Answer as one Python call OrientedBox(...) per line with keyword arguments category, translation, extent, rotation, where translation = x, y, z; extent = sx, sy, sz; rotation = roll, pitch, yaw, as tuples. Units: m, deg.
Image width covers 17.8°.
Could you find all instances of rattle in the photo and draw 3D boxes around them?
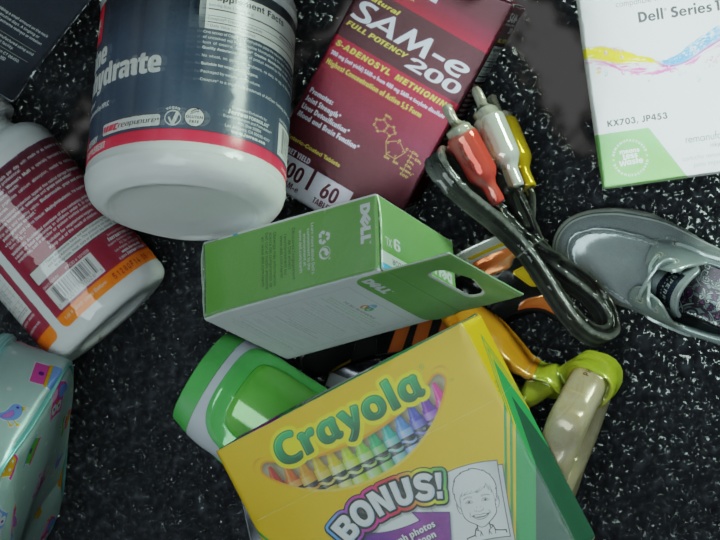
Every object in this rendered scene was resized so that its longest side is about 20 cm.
OrientedBox(category="rattle", translation=(0.102, 0.136, 1.638), extent=(0.142, 0.131, 0.201), rotation=(12, 134, -1))

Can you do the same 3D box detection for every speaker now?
OrientedBox(category="speaker", translation=(-0.033, 0.130, 1.640), extent=(0.199, 0.088, 0.089), rotation=(33, 101, 8))

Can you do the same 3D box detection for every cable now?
OrientedBox(category="cable", translation=(0.115, -0.035, 1.603), extent=(0.050, 0.097, 0.201), rotation=(-42, 76, 35))

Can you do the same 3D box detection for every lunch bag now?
OrientedBox(category="lunch bag", translation=(-0.269, 0.154, 1.679), extent=(0.077, 0.161, 0.201), rotation=(20, 135, 5))

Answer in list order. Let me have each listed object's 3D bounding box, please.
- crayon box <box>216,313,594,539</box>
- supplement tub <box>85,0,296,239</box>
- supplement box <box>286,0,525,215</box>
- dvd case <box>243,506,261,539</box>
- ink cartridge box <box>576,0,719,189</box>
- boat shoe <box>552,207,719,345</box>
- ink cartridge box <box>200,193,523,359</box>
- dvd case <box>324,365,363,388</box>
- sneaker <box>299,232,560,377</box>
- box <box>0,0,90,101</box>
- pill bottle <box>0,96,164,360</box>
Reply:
OrientedBox(category="crayon box", translation=(0.030, 0.151, 1.552), extent=(0.199, 0.058, 0.173), rotation=(-28, 91, 18))
OrientedBox(category="supplement tub", translation=(-0.117, -0.135, 1.615), extent=(0.139, 0.140, 0.202), rotation=(-1, 70, 11))
OrientedBox(category="supplement box", translation=(0.023, -0.129, 1.663), extent=(0.108, 0.061, 0.201), rotation=(30, 99, 8))
OrientedBox(category="dvd case", translation=(-0.003, 0.219, 1.700), extent=(0.148, 0.016, 0.202), rotation=(-12, 93, 12))
OrientedBox(category="ink cartridge box", translation=(0.214, -0.165, 1.617), extent=(0.116, 0.067, 0.202), rotation=(-8, 94, 12))
OrientedBox(category="boat shoe", translation=(0.230, 0.008, 1.629), extent=(0.199, 0.071, 0.071), rotation=(20, 99, 10))
OrientedBox(category="ink cartridge box", translation=(0.000, 0.000, 1.579), extent=(0.199, 0.104, 0.060), rotation=(-15, 64, 29))
OrientedBox(category="dvd case", translation=(0.016, 0.186, 1.717), extent=(0.148, 0.016, 0.201), rotation=(21, 99, 9))
OrientedBox(category="sneaker", translation=(0.053, 0.044, 1.667), extent=(0.199, 0.070, 0.090), rotation=(-29, 87, 9))
OrientedBox(category="box", translation=(-0.254, -0.255, 1.630), extent=(0.104, 0.200, 0.182), rotation=(33, 103, -37))
OrientedBox(category="pill bottle", translation=(-0.246, -0.038, 1.700), extent=(0.109, 0.110, 0.200), rotation=(-41, 87, 12))
